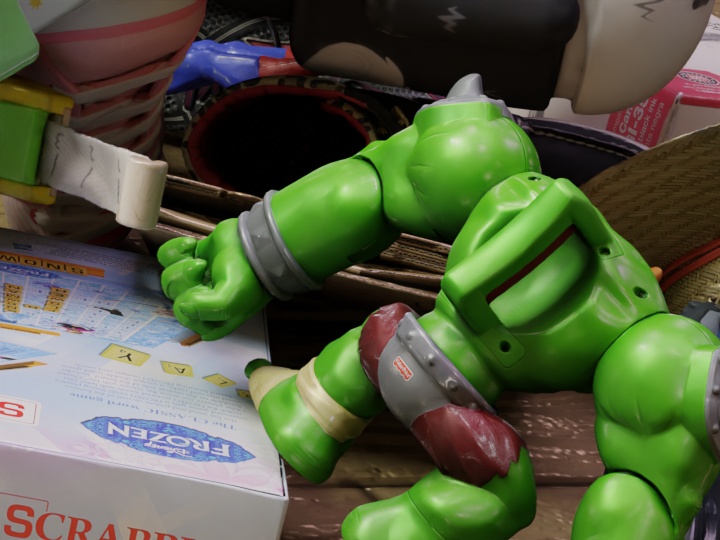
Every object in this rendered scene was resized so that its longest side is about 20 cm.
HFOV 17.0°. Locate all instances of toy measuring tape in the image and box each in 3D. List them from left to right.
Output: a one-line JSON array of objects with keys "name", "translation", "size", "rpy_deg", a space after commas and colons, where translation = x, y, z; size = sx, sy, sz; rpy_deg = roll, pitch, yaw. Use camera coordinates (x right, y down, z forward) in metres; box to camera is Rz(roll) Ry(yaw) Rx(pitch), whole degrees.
[{"name": "toy measuring tape", "translation": [-0.134, -0.047, 0.822], "size": [0.073, 0.074, 0.200], "rpy_deg": [3, 11, -29]}]

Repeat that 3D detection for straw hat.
[{"name": "straw hat", "translation": [0.170, 0.011, 0.975], "size": [0.200, 0.201, 0.086], "rpy_deg": [1, 65, -33]}]

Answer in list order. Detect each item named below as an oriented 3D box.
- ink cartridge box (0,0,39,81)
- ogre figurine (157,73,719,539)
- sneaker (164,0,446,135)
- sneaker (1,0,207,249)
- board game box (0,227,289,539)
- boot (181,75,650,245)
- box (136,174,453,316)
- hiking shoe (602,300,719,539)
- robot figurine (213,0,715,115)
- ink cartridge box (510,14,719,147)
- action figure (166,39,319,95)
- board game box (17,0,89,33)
[{"name": "ink cartridge box", "translation": [-0.225, -0.069, 0.773], "size": [0.199, 0.084, 0.145], "rpy_deg": [-33, 30, -15]}, {"name": "ogre figurine", "translation": [0.036, 0.031, 0.700], "size": [0.098, 0.120, 0.200], "rpy_deg": [36, 12, -42]}, {"name": "sneaker", "translation": [-0.034, -0.086, 1.137], "size": [0.198, 0.081, 0.075], "rpy_deg": [12, 20, -7]}, {"name": "sneaker", "translation": [-0.098, -0.059, 0.925], "size": [0.075, 0.105, 0.200], "rpy_deg": [-17, 4, -22]}, {"name": "board game box", "translation": [-0.127, 0.033, 0.776], "size": [0.198, 0.041, 0.200], "rpy_deg": [11, 17, -7]}, {"name": "boot", "translation": [0.030, -0.036, 0.982], "size": [0.202, 0.074, 0.154], "rpy_deg": [7, 0, 7]}, {"name": "box", "translation": [0.000, 0.000, 0.885], "size": [0.162, 0.021, 0.200], "rpy_deg": [14, -4, -2]}, {"name": "hiking shoe", "translation": [0.125, 0.080, 0.795], "size": [0.086, 0.075, 0.200], "rpy_deg": [22, 28, 2]}, {"name": "robot figurine", "translation": [0.042, -0.131, 0.938], "size": [0.198, 0.151, 0.125], "rpy_deg": [10, -24, 1]}, {"name": "ink cartridge box", "translation": [0.158, -0.080, 1.250], "size": [0.145, 0.083, 0.200], "rpy_deg": [3, 21, -28]}, {"name": "action figure", "translation": [-0.097, -0.112, 1.057], "size": [0.199, 0.100, 0.065], "rpy_deg": [-13, 4, 21]}, {"name": "board game box", "translation": [-0.071, -0.168, 0.861], "size": [0.199, 0.065, 0.147], "rpy_deg": [-34, 25, -14]}]
